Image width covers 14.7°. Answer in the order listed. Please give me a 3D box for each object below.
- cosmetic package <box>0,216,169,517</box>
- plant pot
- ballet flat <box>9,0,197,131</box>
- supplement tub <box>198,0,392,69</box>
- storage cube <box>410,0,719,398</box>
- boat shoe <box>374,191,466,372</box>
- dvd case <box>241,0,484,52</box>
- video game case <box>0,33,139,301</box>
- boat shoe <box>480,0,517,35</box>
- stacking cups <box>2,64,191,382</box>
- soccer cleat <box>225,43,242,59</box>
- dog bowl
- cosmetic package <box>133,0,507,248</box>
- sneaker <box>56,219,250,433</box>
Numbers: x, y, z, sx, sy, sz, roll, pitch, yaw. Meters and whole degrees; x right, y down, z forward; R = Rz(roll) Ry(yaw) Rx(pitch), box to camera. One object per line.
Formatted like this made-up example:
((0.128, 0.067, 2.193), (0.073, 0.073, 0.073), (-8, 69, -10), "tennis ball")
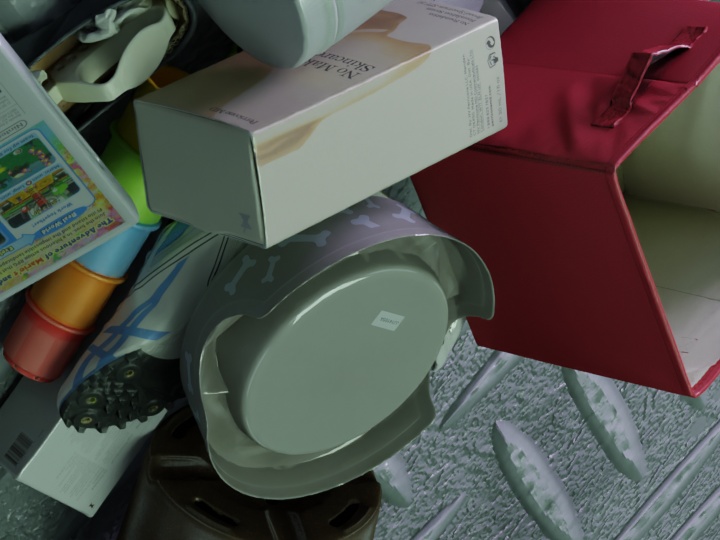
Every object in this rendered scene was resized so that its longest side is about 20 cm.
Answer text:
((-0.144, 0.048, 1.712), (0.200, 0.051, 0.082), (-54, 141, -1), "cosmetic package")
((-0.081, 0.200, 1.774), (0.200, 0.200, 0.199), (-17, 134, -40), "plant pot")
((-0.168, -0.100, 1.545), (0.200, 0.073, 0.073), (-40, 142, -20), "ballet flat")
((0.001, -0.219, 1.551), (0.200, 0.132, 0.132), (-38, 142, -22), "supplement tub")
((0.158, -0.055, 1.708), (0.171, 0.179, 0.201), (-44, 127, -30), "storage cube")
((0.000, 0.000, 1.720), (0.200, 0.071, 0.070), (37, 59, -38), "boat shoe")
((0.020, -0.183, 1.678), (0.150, 0.025, 0.201), (29, 84, -45), "dvd case")
((-0.242, -0.030, 1.497), (0.199, 0.024, 0.182), (-29, 144, 4), "video game case")
((0.090, -0.123, 1.822), (0.063, 0.071, 0.200), (-31, 133, 3), "boat shoe")
((-0.145, -0.022, 1.636), (0.060, 0.060, 0.201), (4, 120, -50), "stacking cups")
((-0.012, -0.104, 1.729), (0.199, 0.067, 0.081), (4, 114, -47), "soccer cleat")
((-0.018, 0.041, 1.642), (0.199, 0.059, 0.201), (-25, 142, -21), "dog bowl")
((-0.020, -0.089, 1.577), (0.200, 0.105, 0.071), (-29, 122, -39), "cosmetic package")
((-0.108, 0.015, 1.646), (0.200, 0.073, 0.072), (-47, 140, 9), "sneaker")
